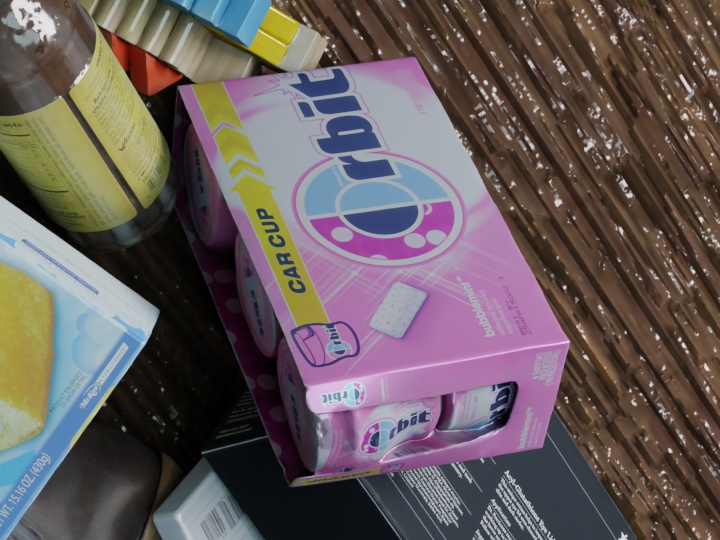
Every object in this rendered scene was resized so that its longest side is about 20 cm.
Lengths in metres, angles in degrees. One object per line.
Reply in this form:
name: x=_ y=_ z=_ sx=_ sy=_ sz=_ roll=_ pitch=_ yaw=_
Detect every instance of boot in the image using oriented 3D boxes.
boot: x=-0.163 y=0.154 z=1.006 sx=0.166 sy=0.072 sz=0.200 roll=34 pitch=81 yaw=-18

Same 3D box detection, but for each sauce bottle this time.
sauce bottle: x=-0.134 y=-0.085 z=0.926 sx=0.065 sy=0.065 sz=0.200 roll=-44 pitch=145 yaw=-14

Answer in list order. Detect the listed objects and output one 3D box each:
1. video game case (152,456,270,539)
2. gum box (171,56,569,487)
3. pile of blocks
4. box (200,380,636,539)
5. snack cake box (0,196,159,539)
video game case: x=-0.015 y=0.157 z=1.056 sx=0.143 sy=0.018 sz=0.200 roll=-48 pitch=120 yaw=-49
gum box: x=0.000 y=0.000 z=0.960 sx=0.113 sy=0.200 sz=0.066 roll=-9 pitch=135 yaw=-18
pile of blocks: x=-0.102 y=-0.117 z=0.975 sx=0.200 sy=0.082 sz=0.062 roll=27 pitch=88 yaw=-27
box: x=0.033 y=0.106 z=1.046 sx=0.200 sy=0.079 sz=0.141 roll=56 pitch=43 yaw=-22
snack cake box: x=-0.187 y=0.068 z=0.923 sx=0.115 sy=0.067 sz=0.200 roll=35 pitch=100 yaw=-7
